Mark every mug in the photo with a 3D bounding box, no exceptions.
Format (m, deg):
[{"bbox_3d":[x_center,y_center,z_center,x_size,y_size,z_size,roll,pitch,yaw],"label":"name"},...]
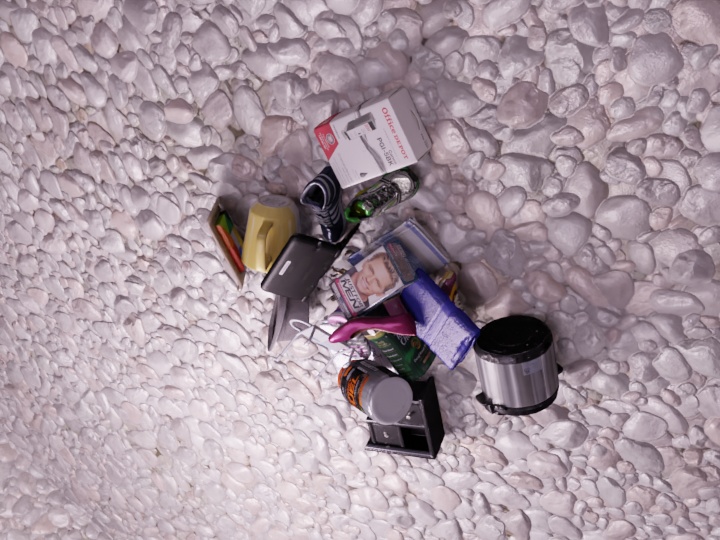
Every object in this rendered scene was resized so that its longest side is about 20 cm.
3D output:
[{"bbox_3d":[-0.197,-0.086,1.731,0.187,0.149,0.154,-133,43,-54],"label":"mug"}]

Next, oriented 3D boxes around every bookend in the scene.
[{"bbox_3d":[0.098,0.369,1.892,0.198,0.092,0.201,2,122,24],"label":"bookend"}]

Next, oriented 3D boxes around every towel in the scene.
[{"bbox_3d":[0.170,0.104,1.618,0.200,0.049,0.148,47,138,20],"label":"towel"},{"bbox_3d":[0.087,-0.027,1.667,0.200,0.024,0.147,-31,117,33],"label":"towel"}]

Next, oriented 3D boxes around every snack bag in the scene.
[{"bbox_3d":[0.005,0.208,1.895,0.199,0.021,0.189,-3,118,30],"label":"snack bag"}]

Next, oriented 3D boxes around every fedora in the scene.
[{"bbox_3d":[-0.174,0.111,1.864,0.090,0.177,0.201,9,117,-11],"label":"fedora"}]

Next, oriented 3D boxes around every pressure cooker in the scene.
[{"bbox_3d":[0.342,0.222,1.616,0.175,0.179,0.201,-2,118,27],"label":"pressure cooker"}]

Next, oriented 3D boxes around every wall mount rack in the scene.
[{"bbox_3d":[-0.108,0.198,1.799,0.200,0.075,0.174,32,150,-18],"label":"wall mount rack"}]

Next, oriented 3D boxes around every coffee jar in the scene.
[{"bbox_3d":[0.085,0.161,1.751,0.200,0.104,0.085,48,145,-16],"label":"coffee jar"}]

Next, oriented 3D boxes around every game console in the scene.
[{"bbox_3d":[-0.116,-0.032,1.696,0.175,0.117,0.200,16,134,-23],"label":"game console"}]

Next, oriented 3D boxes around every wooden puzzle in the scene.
[{"bbox_3d":[-0.316,-0.069,1.807,0.037,0.185,0.201,-20,110,3],"label":"wooden puzzle"}]

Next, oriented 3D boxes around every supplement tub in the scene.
[{"bbox_3d":[0.029,0.287,1.795,0.200,0.122,0.123,17,135,62],"label":"supplement tub"}]

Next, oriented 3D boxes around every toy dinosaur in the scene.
[{"bbox_3d":[0.000,0.000,1.755,0.200,0.058,0.101,-28,116,23],"label":"toy dinosaur"}]

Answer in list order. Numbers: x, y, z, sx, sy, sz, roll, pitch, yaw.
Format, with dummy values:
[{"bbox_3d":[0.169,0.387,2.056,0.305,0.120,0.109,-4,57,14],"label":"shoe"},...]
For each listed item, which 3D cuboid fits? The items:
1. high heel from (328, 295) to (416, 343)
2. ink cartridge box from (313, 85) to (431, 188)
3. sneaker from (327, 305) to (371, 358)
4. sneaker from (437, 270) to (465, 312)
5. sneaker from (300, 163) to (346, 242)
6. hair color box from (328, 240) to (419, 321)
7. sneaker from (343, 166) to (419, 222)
[{"bbox_3d":[0.025,0.141,1.648,0.200,0.067,0.096,-30,79,19],"label":"high heel"},{"bbox_3d":[0.025,-0.274,1.533,0.200,0.083,0.147,-16,110,36],"label":"ink cartridge box"},{"bbox_3d":[-0.013,0.138,1.806,0.080,0.089,0.200,4,142,23],"label":"sneaker"},{"bbox_3d":[0.208,0.085,1.673,0.090,0.075,0.200,24,137,16],"label":"sneaker"},{"bbox_3d":[-0.084,-0.134,1.666,0.070,0.109,0.201,16,126,20],"label":"sneaker"},{"bbox_3d":[0.026,0.025,1.634,0.200,0.060,0.100,-36,78,41],"label":"hair color box"},{"bbox_3d":[0.046,-0.155,1.597,0.200,0.085,0.078,-32,101,38],"label":"sneaker"}]
